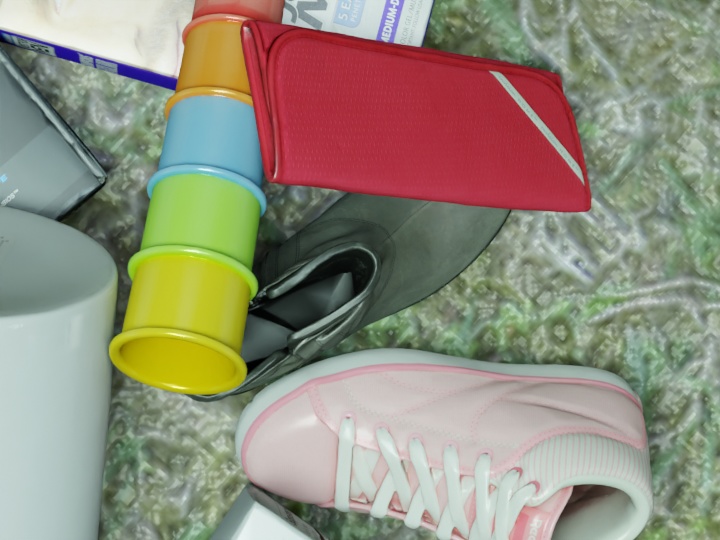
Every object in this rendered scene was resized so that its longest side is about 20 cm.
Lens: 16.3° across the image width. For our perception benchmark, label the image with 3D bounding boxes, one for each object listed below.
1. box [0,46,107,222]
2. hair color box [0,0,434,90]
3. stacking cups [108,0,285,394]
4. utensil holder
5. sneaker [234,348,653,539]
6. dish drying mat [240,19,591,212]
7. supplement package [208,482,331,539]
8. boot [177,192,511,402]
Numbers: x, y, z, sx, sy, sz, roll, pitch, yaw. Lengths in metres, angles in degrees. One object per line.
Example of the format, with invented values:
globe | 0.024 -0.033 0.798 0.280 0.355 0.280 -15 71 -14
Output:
box | -0.242 -0.039 1.179 0.200 0.046 0.159 -40 94 -4
hair color box | -0.065 -0.137 1.190 0.198 0.065 0.110 15 89 -4
stacking cups | -0.060 -0.047 1.100 0.060 0.061 0.201 14 63 -5
utensil holder | -0.192 0.086 1.092 0.168 0.170 0.202 6 110 -5
sneaker | 0.043 0.094 1.170 0.198 0.105 0.076 0 123 -7
dish drying mat | 0.030 -0.068 1.146 0.199 0.018 0.077 5 69 -44
supplement package | -0.002 0.204 1.164 0.199 0.117 0.117 34 87 -4
boot | 0.000 0.000 1.160 0.199 0.131 0.068 -36 93 -5
